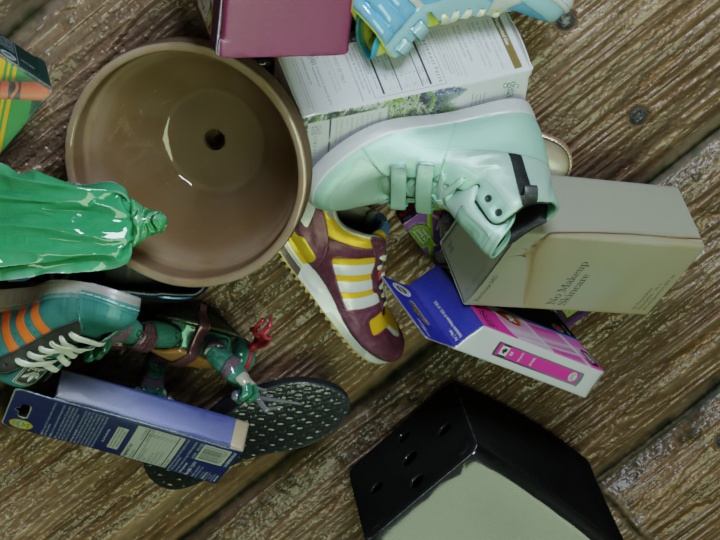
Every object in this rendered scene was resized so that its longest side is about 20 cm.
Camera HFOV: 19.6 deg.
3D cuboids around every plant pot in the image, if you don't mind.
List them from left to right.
[{"bbox_3d":[-0.129,-0.096,1.679,0.199,0.093,0.202,4,110,12],"label":"plant pot"},{"bbox_3d":[0.102,0.227,1.922,0.200,0.200,0.177,-40,113,10],"label":"plant pot"}]

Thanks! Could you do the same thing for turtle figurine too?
[{"bbox_3d":[-0.156,0.075,1.800,0.199,0.101,0.149,19,155,-32],"label":"turtle figurine"}]

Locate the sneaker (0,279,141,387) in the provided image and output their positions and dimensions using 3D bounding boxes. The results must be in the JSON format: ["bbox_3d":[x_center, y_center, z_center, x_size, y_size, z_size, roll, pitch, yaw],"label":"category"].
[{"bbox_3d":[-0.255,0.056,1.701,0.199,0.081,0.071,-8,161,42],"label":"sneaker"}]

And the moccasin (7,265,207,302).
[{"bbox_3d":[-0.217,-0.019,1.726,0.199,0.068,0.081,7,95,-22],"label":"moccasin"}]

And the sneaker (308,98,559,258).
[{"bbox_3d":[0.060,-0.060,1.663,0.199,0.119,0.074,-16,150,-5],"label":"sneaker"}]

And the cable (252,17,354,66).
[{"bbox_3d":[-0.027,-0.205,1.687,0.199,0.050,0.098,-4,126,-15],"label":"cable"}]

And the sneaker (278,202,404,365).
[{"bbox_3d":[0.000,0.000,1.810,0.090,0.075,0.200,-32,126,11],"label":"sneaker"}]

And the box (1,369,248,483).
[{"bbox_3d":[-0.204,0.131,1.798,0.199,0.033,0.121,16,158,-11],"label":"box"}]

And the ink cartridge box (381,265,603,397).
[{"bbox_3d":[0.116,0.048,1.810,0.199,0.095,0.037,19,113,-37],"label":"ink cartridge box"}]

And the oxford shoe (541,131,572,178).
[{"bbox_3d":[0.084,-0.084,1.762,0.198,0.074,0.071,-2,106,-5],"label":"oxford shoe"}]

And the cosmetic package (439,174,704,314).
[{"bbox_3d":[0.182,-0.023,1.791,0.199,0.073,0.104,2,141,-31],"label":"cosmetic package"}]

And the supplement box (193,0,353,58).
[{"bbox_3d":[-0.074,-0.259,1.548,0.102,0.200,0.132,-2,123,-15],"label":"supplement box"}]

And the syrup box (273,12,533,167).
[{"bbox_3d":[0.033,-0.148,1.705,0.199,0.082,0.079,-14,147,-13],"label":"syrup box"}]

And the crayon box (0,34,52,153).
[{"bbox_3d":[-0.354,-0.112,1.647,0.127,0.051,0.200,33,108,-31],"label":"crayon box"}]

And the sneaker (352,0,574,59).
[{"bbox_3d":[0.067,-0.213,1.666,0.199,0.080,0.131,23,101,-26],"label":"sneaker"}]

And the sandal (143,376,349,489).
[{"bbox_3d":[-0.106,0.135,1.886,0.199,0.048,0.076,-21,127,12],"label":"sandal"}]

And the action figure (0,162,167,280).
[{"bbox_3d":[-0.251,-0.035,1.636,0.198,0.055,0.119,0,89,-2],"label":"action figure"}]

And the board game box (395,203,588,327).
[{"bbox_3d":[0.133,-0.016,1.869,0.120,0.032,0.200,-37,123,3],"label":"board game box"}]
